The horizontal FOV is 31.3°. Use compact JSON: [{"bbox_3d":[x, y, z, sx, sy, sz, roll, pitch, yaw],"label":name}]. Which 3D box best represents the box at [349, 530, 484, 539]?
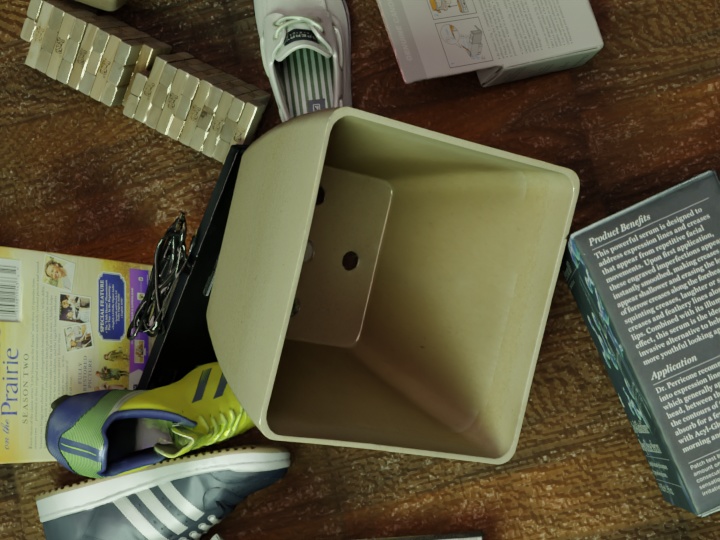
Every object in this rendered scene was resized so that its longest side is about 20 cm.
[{"bbox_3d":[-0.001,0.278,0.937,0.197,0.048,0.160,-6,82,5],"label":"box"}]

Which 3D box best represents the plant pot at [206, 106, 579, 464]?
[{"bbox_3d":[0.000,0.000,0.877,0.198,0.177,0.202,11,95,-32],"label":"plant pot"}]

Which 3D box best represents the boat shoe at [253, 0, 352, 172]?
[{"bbox_3d":[-0.039,-0.167,0.985,0.073,0.067,0.202,-16,82,4],"label":"boat shoe"}]

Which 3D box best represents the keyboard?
[{"bbox_3d":[-0.121,-0.003,0.963,0.039,0.104,0.202,20,89,36],"label":"keyboard"}]

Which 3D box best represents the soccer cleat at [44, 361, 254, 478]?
[{"bbox_3d":[-0.126,0.109,0.908,0.083,0.199,0.066,17,106,41],"label":"soccer cleat"}]

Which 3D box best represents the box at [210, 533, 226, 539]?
[{"bbox_3d":[-0.106,0.300,0.858,0.200,0.050,0.158,-45,113,-2],"label":"box"}]

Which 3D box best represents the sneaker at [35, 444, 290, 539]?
[{"bbox_3d":[-0.138,0.196,0.952,0.198,0.070,0.110,-14,79,9],"label":"sneaker"}]

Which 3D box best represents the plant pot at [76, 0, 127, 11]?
[{"bbox_3d":[-0.232,-0.291,0.973,0.174,0.200,0.201,33,88,-7],"label":"plant pot"}]

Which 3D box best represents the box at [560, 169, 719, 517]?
[{"bbox_3d":[0.227,0.053,0.888,0.106,0.148,0.202,-23,81,3],"label":"box"}]

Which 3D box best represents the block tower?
[{"bbox_3d":[-0.165,-0.149,0.996,0.199,0.058,0.054,28,111,10],"label":"block tower"}]

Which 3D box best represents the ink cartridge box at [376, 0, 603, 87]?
[{"bbox_3d":[0.071,-0.236,0.956,0.174,0.045,0.202,-14,81,-23],"label":"ink cartridge box"}]

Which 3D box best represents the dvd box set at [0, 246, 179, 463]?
[{"bbox_3d":[-0.207,0.063,0.917,0.029,0.199,0.148,-6,83,35],"label":"dvd box set"}]
